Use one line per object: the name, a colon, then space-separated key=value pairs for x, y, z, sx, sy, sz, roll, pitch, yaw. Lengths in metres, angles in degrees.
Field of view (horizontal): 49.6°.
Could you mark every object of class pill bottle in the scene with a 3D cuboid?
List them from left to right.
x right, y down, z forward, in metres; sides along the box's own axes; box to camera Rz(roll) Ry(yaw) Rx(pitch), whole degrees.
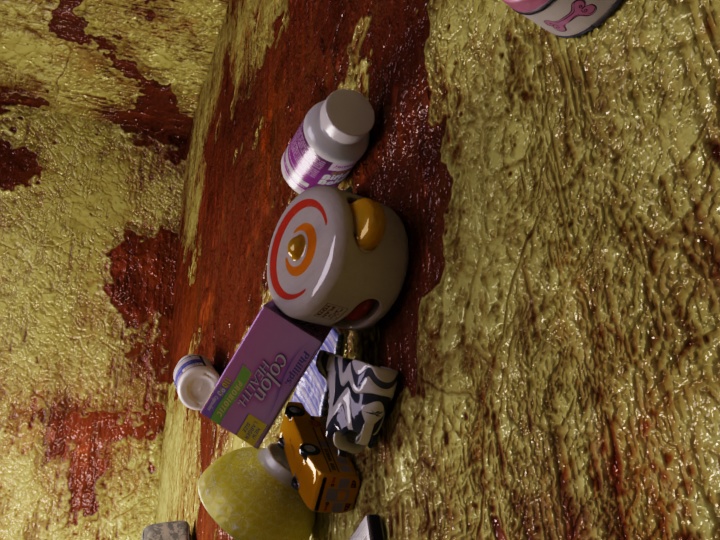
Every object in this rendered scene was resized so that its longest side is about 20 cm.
pill bottle: x=-0.451 y=0.298 z=2.139 sx=0.200 sy=0.119 sz=0.121 roll=-155 pitch=75 yaw=-70
pill bottle: x=-0.051 y=-0.207 z=1.269 sx=0.200 sy=0.112 sz=0.113 roll=137 pitch=138 yaw=-60

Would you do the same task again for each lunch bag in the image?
lunch bag: x=-0.523 y=0.811 z=2.114 sx=0.200 sy=0.138 sz=0.169 roll=-119 pitch=26 yaw=-60

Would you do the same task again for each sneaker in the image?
sneaker: x=-0.021 y=0.185 z=1.067 sx=0.199 sy=0.079 sz=0.130 roll=4 pitch=77 yaw=60

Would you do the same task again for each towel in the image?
towel: x=-0.078 y=0.176 z=1.309 sx=0.145 sy=0.024 sz=0.201 roll=-137 pitch=58 yaw=-65

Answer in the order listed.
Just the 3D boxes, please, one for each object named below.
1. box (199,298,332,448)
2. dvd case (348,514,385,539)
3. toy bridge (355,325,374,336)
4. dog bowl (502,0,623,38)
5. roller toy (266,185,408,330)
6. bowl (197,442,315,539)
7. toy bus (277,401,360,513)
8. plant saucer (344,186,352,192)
box: x=-0.127 y=0.134 z=1.139 sx=0.177 sy=0.096 sz=0.200 roll=-58 pitch=0 yaw=8
dvd case: x=0.006 y=0.433 z=0.972 sx=0.201 sy=0.025 sz=0.151 roll=-100 pitch=26 yaw=-43
toy bridge: x=0.000 y=0.000 z=1.164 sx=0.067 sy=0.027 sz=0.201 roll=140 pitch=135 yaw=-65
dog bowl: x=0.190 y=-0.323 z=0.715 sx=0.200 sy=0.073 sz=0.202 roll=-172 pitch=90 yaw=-70
roller toy: x=-0.037 y=-0.016 z=1.055 sx=0.200 sy=0.139 sz=0.184 roll=24 pitch=97 yaw=54
bowl: x=-0.140 y=0.335 z=1.208 sx=0.108 sy=0.200 sz=0.200 roll=-56 pitch=25 yaw=8
toy bus: x=-0.067 y=0.272 z=1.159 sx=0.200 sy=0.078 sz=0.065 roll=-128 pitch=49 yaw=-64
plant saucer: x=-0.059 y=-0.042 z=1.243 sx=0.201 sy=0.039 sz=0.201 roll=-54 pitch=0 yaw=0
